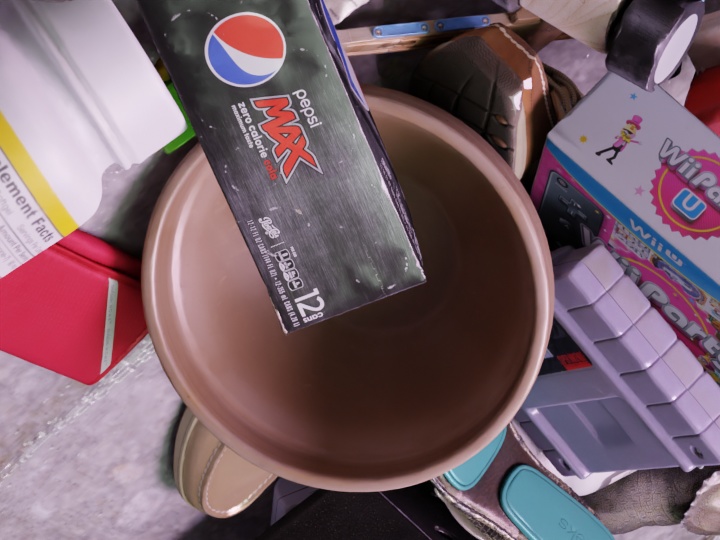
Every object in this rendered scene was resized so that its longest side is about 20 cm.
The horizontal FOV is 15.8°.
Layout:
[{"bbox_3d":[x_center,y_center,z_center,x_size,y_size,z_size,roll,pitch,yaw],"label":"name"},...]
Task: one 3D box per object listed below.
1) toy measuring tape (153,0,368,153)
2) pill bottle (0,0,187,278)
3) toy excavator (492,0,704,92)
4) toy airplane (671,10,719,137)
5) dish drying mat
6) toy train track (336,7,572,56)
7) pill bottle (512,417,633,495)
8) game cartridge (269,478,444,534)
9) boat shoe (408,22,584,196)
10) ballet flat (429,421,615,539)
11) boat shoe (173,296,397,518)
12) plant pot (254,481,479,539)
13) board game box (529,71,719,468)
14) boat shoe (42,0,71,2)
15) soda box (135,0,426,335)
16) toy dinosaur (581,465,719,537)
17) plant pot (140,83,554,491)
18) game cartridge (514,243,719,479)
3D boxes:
[{"bbox_3d":[-0.028,-0.115,1.161,0.200,0.074,0.074,-35,148,11],"label":"toy measuring tape"},{"bbox_3d":[-0.180,-0.044,1.080,0.200,0.114,0.114,-34,147,-4],"label":"pill bottle"},{"bbox_3d":[0.155,-0.207,1.173,0.200,0.100,0.195,-40,155,-47],"label":"toy excavator"},{"bbox_3d":[0.231,-0.078,1.347,0.199,0.141,0.200,-19,178,-15],"label":"toy airplane"},{"bbox_3d":[-0.168,0.005,1.242,0.077,0.018,0.200,-43,147,14],"label":"dish drying mat"},{"bbox_3d":[0.052,-0.128,1.255,0.200,0.033,0.115,-9,169,-24],"label":"toy train track"},{"bbox_3d":[0.144,0.062,1.506,0.200,0.114,0.114,-24,146,-17],"label":"pill bottle"},{"bbox_3d":[0.032,0.143,1.582,0.200,0.040,0.133,-19,140,-23],"label":"game cartridge"},{"bbox_3d":[0.073,-0.075,1.303,0.074,0.076,0.200,-40,165,-14],"label":"boat shoe"},{"bbox_3d":[0.061,0.108,1.404,0.200,0.075,0.068,50,57,-23],"label":"ballet flat"},{"bbox_3d":[-0.037,0.070,1.397,0.072,0.065,0.200,1,132,-43],"label":"boat shoe"},{"bbox_3d":[0.026,0.226,1.493,0.199,0.200,0.178,19,107,-51],"label":"plant pot"},{"bbox_3d":[0.152,0.000,1.292,0.064,0.148,0.200,-44,166,-19],"label":"board game box"},{"bbox_3d":[-0.175,-0.142,0.968,0.067,0.057,0.200,-18,142,37],"label":"boat shoe"},{"bbox_3d":[-0.038,-0.076,1.101,0.071,0.063,0.200,-21,121,5],"label":"soda box"},{"bbox_3d":[0.178,0.127,1.549,0.102,0.200,0.077,-26,112,-54],"label":"toy dinosaur"},{"bbox_3d":[0.000,0.000,1.277,0.201,0.201,0.093,-49,-179,20],"label":"plant pot"},{"bbox_3d":[0.111,0.050,1.336,0.038,0.130,0.200,-47,-171,-17],"label":"game cartridge"}]
